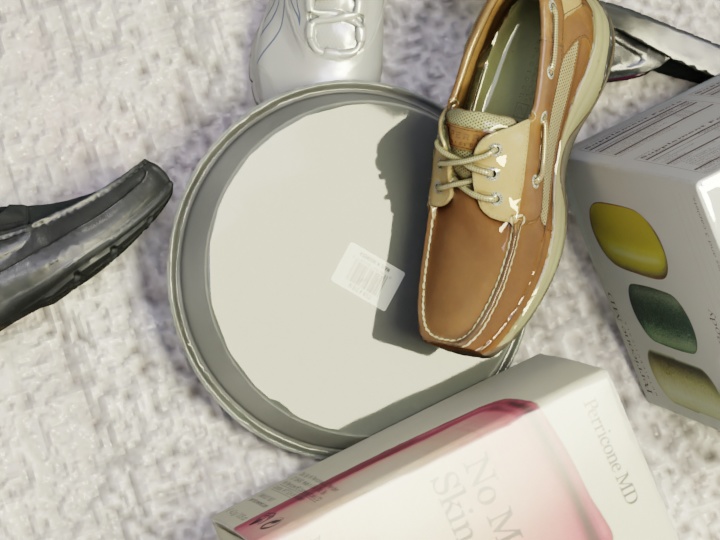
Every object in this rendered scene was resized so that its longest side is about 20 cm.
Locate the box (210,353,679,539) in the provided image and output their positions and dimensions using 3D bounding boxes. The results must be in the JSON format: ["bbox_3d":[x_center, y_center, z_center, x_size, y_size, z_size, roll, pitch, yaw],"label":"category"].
[{"bbox_3d":[0.046,0.142,1.422,0.199,0.109,0.128,-26,98,-12],"label":"box"}]

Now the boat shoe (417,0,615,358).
[{"bbox_3d":[0.065,-0.059,1.434,0.075,0.074,0.201,7,75,34],"label":"boat shoe"}]

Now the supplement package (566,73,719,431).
[{"bbox_3d":[0.218,-0.014,1.432,0.150,0.200,0.152,-25,102,-12],"label":"supplement package"}]

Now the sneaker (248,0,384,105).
[{"bbox_3d":[-0.017,-0.155,1.534,0.074,0.087,0.201,5,74,-6],"label":"sneaker"}]

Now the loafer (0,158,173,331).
[{"bbox_3d":[-0.190,-0.006,1.482,0.200,0.068,0.071,-33,88,-10],"label":"loafer"}]

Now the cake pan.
[{"bbox_3d":[0.000,0.000,1.485,0.199,0.037,0.201,0,89,-14],"label":"cake pan"}]

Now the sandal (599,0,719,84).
[{"bbox_3d":[0.132,-0.118,1.547,0.200,0.075,0.048,20,90,1],"label":"sandal"}]
